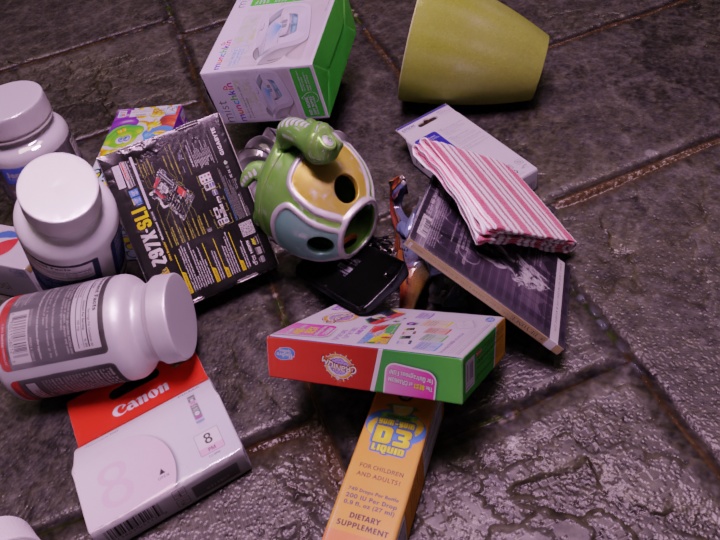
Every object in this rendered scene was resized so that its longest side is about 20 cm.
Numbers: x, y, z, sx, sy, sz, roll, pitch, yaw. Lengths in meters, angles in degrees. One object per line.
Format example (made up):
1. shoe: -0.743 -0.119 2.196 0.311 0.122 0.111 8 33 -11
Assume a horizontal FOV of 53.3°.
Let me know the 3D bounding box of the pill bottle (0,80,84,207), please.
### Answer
1. pill bottle: -0.432 -0.142 0.968 0.110 0.203 0.116 -5 45 5

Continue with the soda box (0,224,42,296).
1. soda box: -0.491 -0.018 0.959 0.195 0.065 0.069 9 49 17

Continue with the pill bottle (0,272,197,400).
1. pill bottle: -0.289 0.070 0.794 0.194 0.117 0.118 -11 45 6

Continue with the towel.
1. towel: 0.155 -0.081 0.823 0.197 0.030 0.148 5 44 -47

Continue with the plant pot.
1. plant pot: 0.172 -0.324 1.068 0.195 0.190 0.190 16 49 4

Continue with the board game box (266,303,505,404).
1. board game box: 0.029 0.074 0.705 0.195 0.042 0.152 4 11 26

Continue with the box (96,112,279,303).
1. box: -0.207 -0.068 0.875 0.157 0.204 0.049 -24 5 -12

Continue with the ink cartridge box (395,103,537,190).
1. ink cartridge box: 0.142 -0.155 0.991 0.098 0.040 0.200 -28 50 -16

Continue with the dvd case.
1. dvd case: 0.145 -0.014 0.780 0.198 0.016 0.150 35 38 -6

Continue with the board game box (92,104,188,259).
1. board game box: -0.299 -0.124 0.996 0.100 0.106 0.203 -3 47 6

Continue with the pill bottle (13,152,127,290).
1. pill bottle: -0.329 -0.043 0.817 0.108 0.201 0.114 5 64 -11

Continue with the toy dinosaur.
1. toy dinosaur: 0.058 -0.037 0.857 0.198 0.106 0.181 -35 41 -15

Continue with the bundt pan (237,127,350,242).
1. bundt pan: -0.090 -0.135 0.989 0.196 0.077 0.205 -5 47 5

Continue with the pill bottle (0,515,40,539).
1. pill bottle: -0.269 0.302 0.585 0.198 0.111 0.109 32 59 33

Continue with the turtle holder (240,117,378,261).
1. turtle holder: -0.043 -0.097 0.813 0.131 0.189 0.140 36 38 23

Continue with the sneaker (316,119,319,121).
1. sneaker: -0.131 -0.289 1.139 0.196 0.078 0.148 1 44 9

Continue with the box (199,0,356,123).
1. box: -0.113 -0.318 1.048 0.172 0.098 0.204 1 53 18

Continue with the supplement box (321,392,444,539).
1. supplement box: 0.025 0.189 0.669 0.065 0.070 0.202 9 46 16

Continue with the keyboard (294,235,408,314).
1. keyboard: 0.000 0.000 0.840 0.104 0.040 0.199 -43 29 -10

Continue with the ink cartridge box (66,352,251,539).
1. ink cartridge box: -0.224 0.162 0.753 0.160 0.058 0.201 -26 53 -15
